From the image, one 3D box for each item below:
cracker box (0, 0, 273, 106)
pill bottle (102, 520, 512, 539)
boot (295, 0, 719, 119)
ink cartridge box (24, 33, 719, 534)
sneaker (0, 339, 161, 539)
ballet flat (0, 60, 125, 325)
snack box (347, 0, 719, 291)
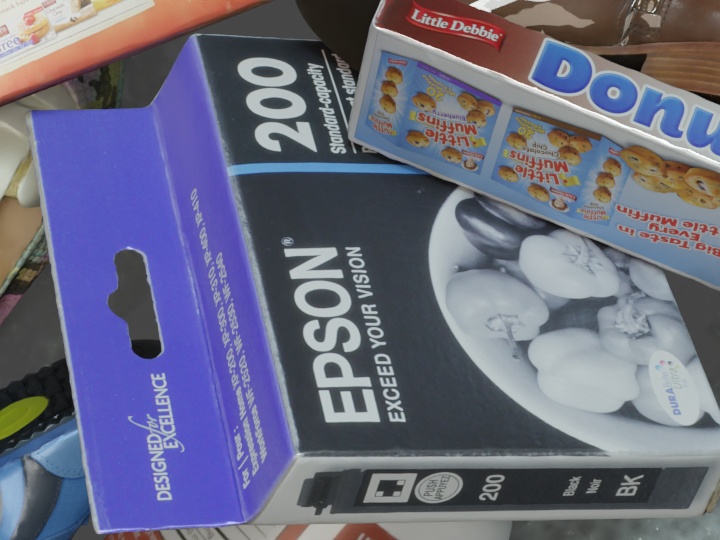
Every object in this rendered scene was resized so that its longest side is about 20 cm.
[{"bbox_3d":[-0.112,-0.169,0.991,0.133,0.058,0.201,-21,95,-5],"label":"cracker box"},{"bbox_3d":[-0.019,0.096,1.015,0.112,0.112,0.200,42,100,4],"label":"pill bottle"},{"bbox_3d":[0.096,-0.136,0.972,0.185,0.064,0.201,16,62,18],"label":"boot"},{"bbox_3d":[0.000,0.000,0.937,0.199,0.199,0.044,-1,134,-16],"label":"ink cartridge box"},{"bbox_3d":[-0.140,0.102,1.054,0.200,0.066,0.079,-35,109,-9],"label":"sneaker"},{"bbox_3d":[-0.145,-0.016,1.049,0.069,0.071,0.201,29,99,0],"label":"ballet flat"},{"bbox_3d":[0.094,-0.030,0.911,0.199,0.072,0.024,22,63,4],"label":"snack box"}]
